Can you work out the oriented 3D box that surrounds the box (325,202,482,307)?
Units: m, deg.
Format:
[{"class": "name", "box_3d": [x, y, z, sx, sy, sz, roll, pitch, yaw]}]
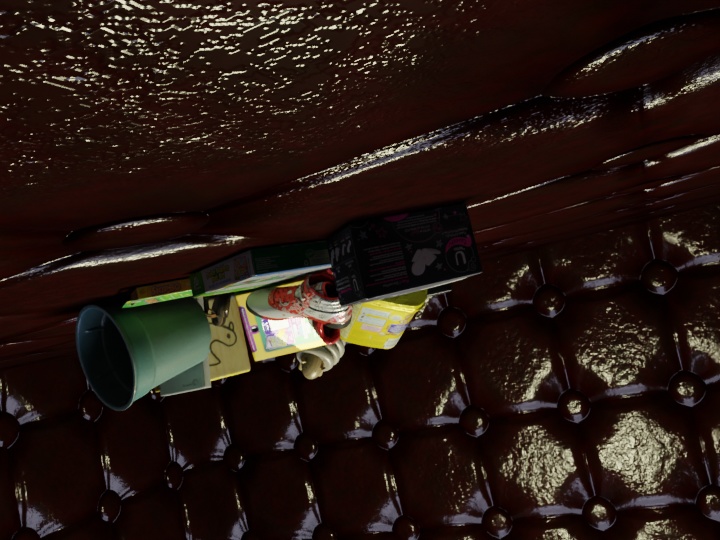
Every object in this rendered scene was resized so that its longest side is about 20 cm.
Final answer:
[{"class": "box", "box_3d": [0.064, -0.020, 1.039, 0.197, 0.116, 0.132, -11, 175, -20]}]

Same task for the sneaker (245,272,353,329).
[{"class": "sneaker", "box_3d": [-0.110, 0.042, 1.189, 0.198, 0.068, 0.109, 10, 144, 5]}]

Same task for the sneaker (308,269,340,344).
[{"class": "sneaker", "box_3d": [-0.053, 0.059, 1.278, 0.076, 0.085, 0.202, -14, 133, -20]}]

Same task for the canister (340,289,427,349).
[{"class": "canister", "box_3d": [0.035, 0.074, 1.332, 0.146, 0.088, 0.201, 11, 146, -8]}]

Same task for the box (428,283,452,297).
[{"class": "box", "box_3d": [0.092, 0.009, 1.474, 0.197, 0.124, 0.106, -13, 175, 3]}]

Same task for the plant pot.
[{"class": "plant pot", "box_3d": [-0.407, 0.138, 1.288, 0.199, 0.203, 0.195, -16, -178, 43]}]

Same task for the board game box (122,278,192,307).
[{"class": "board game box", "box_3d": [-0.319, 0.033, 1.186, 0.198, 0.030, 0.095, -14, 176, -27]}]

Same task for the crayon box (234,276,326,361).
[{"class": "crayon box", "box_3d": [-0.154, 0.083, 1.362, 0.170, 0.059, 0.202, -13, 133, -7]}]

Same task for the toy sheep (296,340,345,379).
[{"class": "toy sheep", "box_3d": [-0.098, 0.177, 1.646, 0.136, 0.202, 0.139, 10, 143, 8]}]

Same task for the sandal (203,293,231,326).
[{"class": "sandal", "box_3d": [-0.321, 0.079, 1.474, 0.054, 0.083, 0.200, 6, 172, -16]}]

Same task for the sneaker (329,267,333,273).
[{"class": "sneaker", "box_3d": [0.032, -0.024, 1.203, 0.197, 0.075, 0.082, -10, 178, -19]}]

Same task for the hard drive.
[{"class": "hard drive", "box_3d": [-0.381, 0.156, 1.421, 0.130, 0.203, 0.027, -15, 167, 29]}]

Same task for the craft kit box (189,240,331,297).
[{"class": "craft kit box", "box_3d": [-0.151, -0.003, 1.112, 0.198, 0.049, 0.196, -9, 172, -44]}]

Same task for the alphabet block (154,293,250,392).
[{"class": "alphabet block", "box_3d": [-0.422, 0.186, 1.709, 0.194, 0.203, 0.195, -10, 175, -42]}]
